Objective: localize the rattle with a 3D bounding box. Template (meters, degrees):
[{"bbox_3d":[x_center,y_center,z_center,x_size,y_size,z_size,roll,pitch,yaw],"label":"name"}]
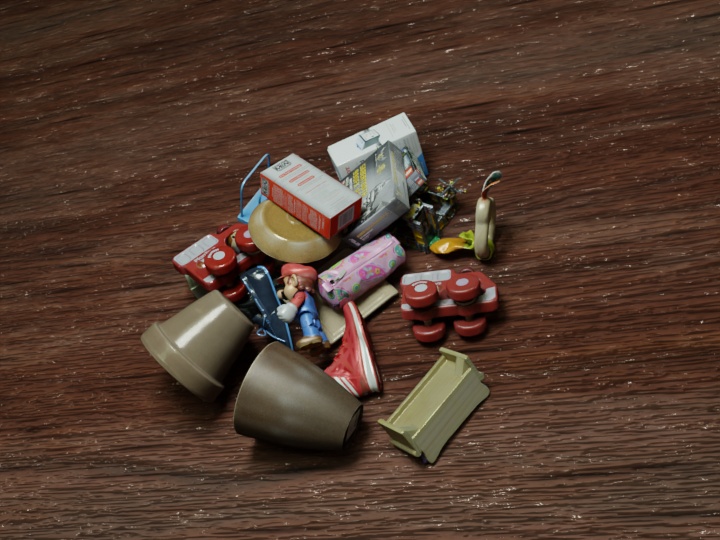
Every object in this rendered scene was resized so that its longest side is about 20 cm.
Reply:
[{"bbox_3d":[0.218,-0.120,1.539,0.143,0.200,0.130,20,60,27],"label":"rattle"}]

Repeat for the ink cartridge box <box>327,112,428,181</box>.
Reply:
[{"bbox_3d":[0.043,-0.257,1.755,0.200,0.147,0.086,-26,48,-1],"label":"ink cartridge box"}]

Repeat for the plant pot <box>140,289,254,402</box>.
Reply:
[{"bbox_3d":[-0.313,0.139,1.518,0.175,0.200,0.200,-46,51,-7],"label":"plant pot"}]

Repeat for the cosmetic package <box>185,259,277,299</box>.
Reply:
[{"bbox_3d":[-0.306,-0.014,1.739,0.200,0.073,0.104,-30,49,-6],"label":"cosmetic package"}]

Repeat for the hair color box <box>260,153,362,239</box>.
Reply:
[{"bbox_3d":[-0.104,-0.157,1.552,0.200,0.061,0.101,35,52,24],"label":"hair color box"}]

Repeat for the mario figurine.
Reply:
[{"bbox_3d":[-0.130,0.078,1.510,0.106,0.124,0.200,-7,61,-19],"label":"mario figurine"}]

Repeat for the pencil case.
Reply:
[{"bbox_3d":[0.000,0.000,1.564,0.200,0.088,0.087,-33,48,-21],"label":"pencil case"}]

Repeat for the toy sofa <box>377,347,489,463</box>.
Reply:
[{"bbox_3d":[0.137,0.247,1.368,0.200,0.098,0.083,-47,27,-18],"label":"toy sofa"}]

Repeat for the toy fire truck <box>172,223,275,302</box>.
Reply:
[{"bbox_3d":[-0.289,-0.039,1.626,0.200,0.112,0.168,-40,52,-25],"label":"toy fire truck"}]

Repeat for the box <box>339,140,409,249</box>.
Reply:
[{"bbox_3d":[0.027,-0.165,1.613,0.158,0.048,0.200,-37,37,30],"label":"box"}]

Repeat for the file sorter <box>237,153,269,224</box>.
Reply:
[{"bbox_3d":[-0.162,-0.158,1.716,0.200,0.123,0.139,25,54,10],"label":"file sorter"}]

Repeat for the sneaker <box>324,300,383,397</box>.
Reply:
[{"bbox_3d":[-0.035,0.161,1.482,0.115,0.078,0.200,-20,56,6],"label":"sneaker"}]

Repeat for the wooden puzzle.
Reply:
[{"bbox_3d":[-0.046,0.056,1.612,0.200,0.037,0.185,-35,50,-15],"label":"wooden puzzle"}]

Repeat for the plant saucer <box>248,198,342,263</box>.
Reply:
[{"bbox_3d":[-0.135,-0.102,1.570,0.200,0.035,0.200,6,49,-7],"label":"plant saucer"}]

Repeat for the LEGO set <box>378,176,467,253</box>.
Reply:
[{"bbox_3d":[0.128,-0.142,1.649,0.154,0.116,0.200,31,68,36],"label":"LEGO set"}]

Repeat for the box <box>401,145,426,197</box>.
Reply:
[{"bbox_3d":[0.056,-0.173,1.675,0.200,0.040,0.137,-45,28,19],"label":"box"}]

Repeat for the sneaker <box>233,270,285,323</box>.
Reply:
[{"bbox_3d":[-0.251,0.066,1.663,0.200,0.076,0.091,-26,41,-14],"label":"sneaker"}]

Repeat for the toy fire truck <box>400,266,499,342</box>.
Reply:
[{"bbox_3d":[0.175,0.046,1.499,0.200,0.112,0.168,-9,32,13],"label":"toy fire truck"}]

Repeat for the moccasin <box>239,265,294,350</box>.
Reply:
[{"bbox_3d":[-0.196,0.092,1.563,0.068,0.080,0.200,-21,86,-9],"label":"moccasin"}]

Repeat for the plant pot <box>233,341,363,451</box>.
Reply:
[{"bbox_3d":[-0.103,0.255,1.393,0.200,0.187,0.187,19,60,16],"label":"plant pot"}]
